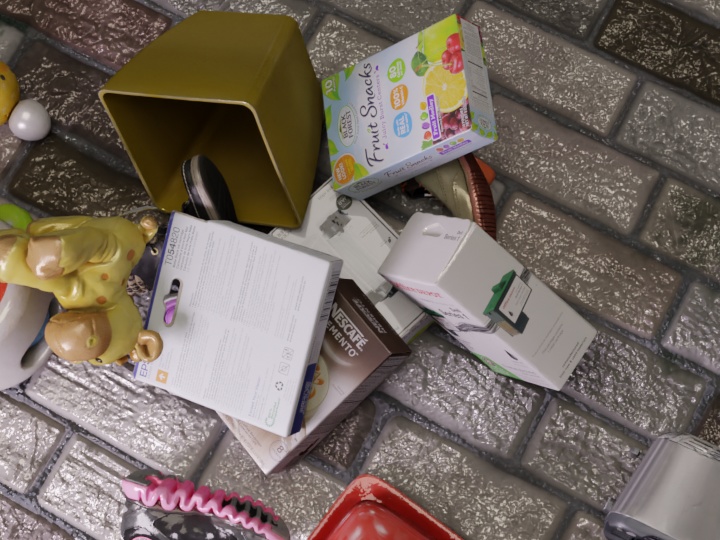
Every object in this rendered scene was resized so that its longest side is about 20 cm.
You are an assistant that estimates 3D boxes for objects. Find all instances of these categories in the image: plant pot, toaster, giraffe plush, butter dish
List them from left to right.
[{"bbox_3d":[-0.293,0.028,1.620,0.199,0.172,0.163,-13,102,-30],"label":"giraffe plush"},{"bbox_3d":[-0.148,-0.189,1.744,0.199,0.201,0.177,7,53,25],"label":"plant pot"},{"bbox_3d":[0.018,0.334,1.604,0.199,0.148,0.200,35,78,14],"label":"butter dish"},{"bbox_3d":[0.367,0.263,1.622,0.199,0.114,0.130,26,74,13],"label":"toaster"}]

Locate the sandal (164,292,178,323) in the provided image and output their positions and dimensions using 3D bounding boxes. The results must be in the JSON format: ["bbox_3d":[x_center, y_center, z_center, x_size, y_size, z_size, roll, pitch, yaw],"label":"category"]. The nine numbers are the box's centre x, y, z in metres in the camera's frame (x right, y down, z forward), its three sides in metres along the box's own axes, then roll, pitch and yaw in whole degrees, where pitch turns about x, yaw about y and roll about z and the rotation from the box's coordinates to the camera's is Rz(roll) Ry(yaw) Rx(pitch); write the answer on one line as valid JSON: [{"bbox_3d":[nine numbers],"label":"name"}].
[{"bbox_3d":[-0.143,0.053,1.732,0.201,0.050,0.083,-13,103,16],"label":"sandal"}]

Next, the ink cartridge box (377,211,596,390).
[{"bbox_3d":[0.134,0.032,1.646,0.200,0.146,0.085,39,79,-23],"label":"ink cartridge box"}]

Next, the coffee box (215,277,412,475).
[{"bbox_3d":[-0.056,0.116,1.678,0.200,0.080,0.114,-45,74,13],"label":"coffee box"}]

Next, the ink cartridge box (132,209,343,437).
[{"bbox_3d":[-0.134,0.054,1.639,0.199,0.041,0.201,19,100,20],"label":"ink cartridge box"}]

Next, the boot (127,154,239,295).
[{"bbox_3d":[-0.215,-0.043,1.721,0.149,0.201,0.074,-8,54,7],"label":"boot"}]

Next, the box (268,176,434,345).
[{"bbox_3d":[0.000,0.000,1.755,0.117,0.060,0.200,-43,74,-9],"label":"box"}]

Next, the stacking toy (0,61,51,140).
[{"bbox_3d":[-0.463,-0.221,1.840,0.199,0.146,0.147,30,76,-7],"label":"stacking toy"}]

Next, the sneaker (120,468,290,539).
[{"bbox_3d":[-0.176,0.290,1.681,0.199,0.079,0.096,15,96,9],"label":"sneaker"}]

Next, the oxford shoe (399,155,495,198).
[{"bbox_3d":[0.056,-0.130,1.789,0.199,0.071,0.073,27,81,11],"label":"oxford shoe"}]

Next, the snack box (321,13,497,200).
[{"bbox_3d":[0.051,-0.180,1.699,0.199,0.053,0.143,-22,64,36],"label":"snack box"}]

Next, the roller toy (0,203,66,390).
[{"bbox_3d":[-0.437,0.041,1.731,0.199,0.140,0.183,-23,64,3],"label":"roller toy"}]

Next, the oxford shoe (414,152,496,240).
[{"bbox_3d":[0.104,-0.098,1.731,0.073,0.071,0.201,-17,79,18],"label":"oxford shoe"}]
